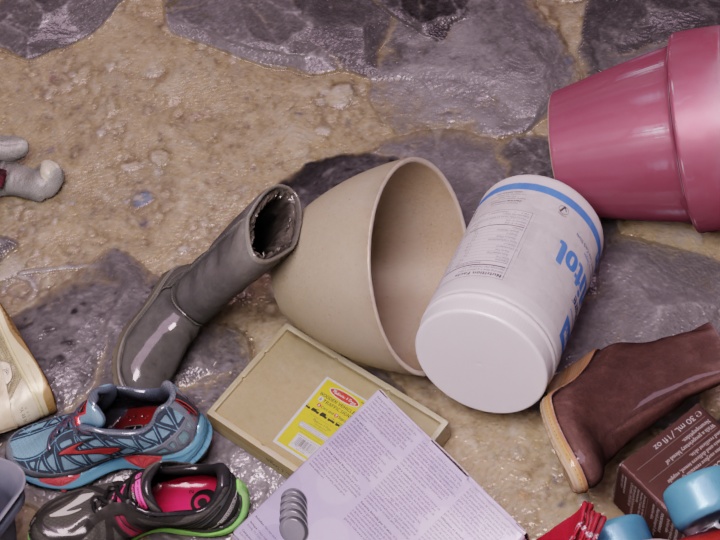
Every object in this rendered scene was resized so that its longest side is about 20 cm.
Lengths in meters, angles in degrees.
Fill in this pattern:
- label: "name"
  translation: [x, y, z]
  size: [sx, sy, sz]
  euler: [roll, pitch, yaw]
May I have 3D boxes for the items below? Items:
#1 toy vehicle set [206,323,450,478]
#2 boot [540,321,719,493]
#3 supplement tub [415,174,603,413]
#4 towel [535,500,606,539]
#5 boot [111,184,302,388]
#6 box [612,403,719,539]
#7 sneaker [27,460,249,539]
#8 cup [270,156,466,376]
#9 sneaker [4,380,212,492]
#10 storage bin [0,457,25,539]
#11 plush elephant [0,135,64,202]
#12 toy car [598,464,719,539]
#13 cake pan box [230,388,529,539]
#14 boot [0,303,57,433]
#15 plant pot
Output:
- label: "toy vehicle set"
  translation: [-0.031, 0.144, 1.259]
  size: [0.199, 0.027, 0.124]
  euler: [30, 61, 25]
- label: "boot"
  translation: [0.243, 0.110, 1.171]
  size: [0.165, 0.073, 0.200]
  euler: [-21, 17, 14]
- label: "supplement tub"
  translation: [0.142, 0.018, 1.256]
  size: [0.130, 0.133, 0.201]
  euler: [14, 47, 16]
- label: "towel"
  translation: [0.123, 0.284, 1.064]
  size: [0.022, 0.145, 0.201]
  euler: [32, 60, 2]
- label: "boot"
  translation: [-0.142, 0.026, 1.262]
  size: [0.199, 0.072, 0.183]
  euler: [-25, 39, 43]
- label: "box"
  translation: [0.316, 0.221, 1.137]
  size: [0.100, 0.075, 0.200]
  euler: [-33, 58, -19]
- label: "sneaker"
  translation: [-0.199, 0.203, 1.195]
  size: [0.198, 0.084, 0.077]
  euler: [-13, 51, -4]
- label: "cup"
  translation: [0.000, 0.000, 1.283]
  size: [0.142, 0.201, 0.202]
  euler: [-4, 48, 32]
- label: "sneaker"
  translation: [-0.240, 0.138, 1.235]
  size: [0.198, 0.096, 0.080]
  euler: [-11, 45, 9]
- label: "storage bin"
  translation: [-0.382, 0.227, 1.160]
  size: [0.198, 0.135, 0.146]
  euler: [14, 40, 15]
- label: "plush elephant"
  translation: [-0.436, -0.122, 1.424]
  size: [0.199, 0.156, 0.165]
  euler: [27, 60, 24]
- label: "toy car"
  translation: [0.218, 0.256, 1.002]
  size: [0.176, 0.199, 0.186]
  euler: [-36, 59, 31]
- label: "cake pan box"
  translation: [0.020, 0.231, 1.142]
  size: [0.184, 0.052, 0.200]
  euler: [-46, 61, -6]
- label: "boot"
  translation: [-0.404, 0.097, 1.306]
  size: [0.155, 0.073, 0.200]
  euler: [-30, 61, -20]
- label: "plant pot"
  translation: [0.287, -0.130, 1.347]
  size: [0.177, 0.201, 0.202]
  euler: [-7, 50, 20]
